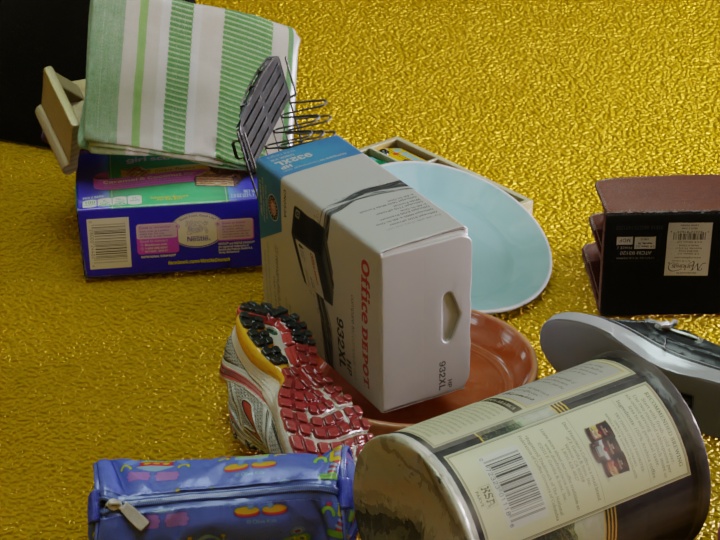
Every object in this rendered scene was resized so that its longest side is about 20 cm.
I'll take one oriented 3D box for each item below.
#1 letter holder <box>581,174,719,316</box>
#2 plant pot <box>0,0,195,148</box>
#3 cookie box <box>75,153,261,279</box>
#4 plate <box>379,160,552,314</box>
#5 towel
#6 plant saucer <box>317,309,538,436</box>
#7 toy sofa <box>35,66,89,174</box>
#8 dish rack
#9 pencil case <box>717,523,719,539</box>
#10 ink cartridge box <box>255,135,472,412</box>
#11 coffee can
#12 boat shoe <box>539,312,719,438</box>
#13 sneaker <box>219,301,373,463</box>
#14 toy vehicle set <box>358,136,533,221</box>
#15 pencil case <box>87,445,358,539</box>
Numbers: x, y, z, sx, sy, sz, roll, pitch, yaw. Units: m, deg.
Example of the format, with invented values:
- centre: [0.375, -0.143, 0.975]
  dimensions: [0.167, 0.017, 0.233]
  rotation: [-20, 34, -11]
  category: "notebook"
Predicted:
- centre: [0.305, -0.036, 1.754]
  dimensions: [0.199, 0.101, 0.142]
  rotation: [-1, 26, -1]
  category: "letter holder"
- centre: [-0.278, -0.244, 2.068]
  dimensions: [0.199, 0.178, 0.200]
  rotation: [12, 30, 19]
  category: "plant pot"
- centre: [-0.181, -0.074, 1.850]
  dimensions: [0.170, 0.075, 0.200]
  rotation: [-4, 27, -7]
  category: "cookie box"
- centre: [0.074, -0.025, 1.762]
  dimensions: [0.199, 0.026, 0.200]
  rotation: [12, 40, -10]
  category: "plate"
- centre: [-0.153, -0.169, 1.785]
  dimensions: [0.199, 0.153, 0.023]
  rotation: [7, -11, -20]
  category: "towel"
- centre: [0.044, 0.086, 1.593]
  dimensions: [0.199, 0.032, 0.200]
  rotation: [-1, 27, 0]
  category: "plant saucer"
- centre: [-0.197, -0.147, 1.840]
  dimensions: [0.199, 0.098, 0.083]
  rotation: [-14, 54, -24]
  category: "toy sofa"
- centre: [-0.053, -0.086, 1.737]
  dimensions: [0.054, 0.200, 0.154]
  rotation: [-6, 32, 18]
  category: "dish rack"
- centre: [0.315, 0.151, 1.406]
  dimensions: [0.087, 0.088, 0.200]
  rotation: [9, 29, 17]
  category: "pencil case"
- centre: [0.000, 0.000, 1.566]
  dimensions: [0.083, 0.146, 0.200]
  rotation: [-16, 32, -26]
  category: "ink cartridge box"
- centre: [0.116, 0.152, 1.341]
  dimensions: [0.199, 0.147, 0.146]
  rotation: [-17, 32, -29]
  category: "coffee can"
- centre: [0.243, 0.072, 1.569]
  dimensions: [0.199, 0.074, 0.068]
  rotation: [16, 36, 27]
  category: "boat shoe"
- centre: [-0.052, 0.116, 1.503]
  dimensions: [0.078, 0.082, 0.200]
  rotation: [7, 36, -31]
  category: "sneaker"
- centre: [0.053, -0.072, 1.898]
  dimensions: [0.124, 0.027, 0.200]
  rotation: [-21, 34, -35]
  category: "toy vehicle set"
- centre: [-0.098, 0.166, 1.378]
  dimensions: [0.199, 0.078, 0.087]
  rotation: [-3, -12, -1]
  category: "pencil case"
